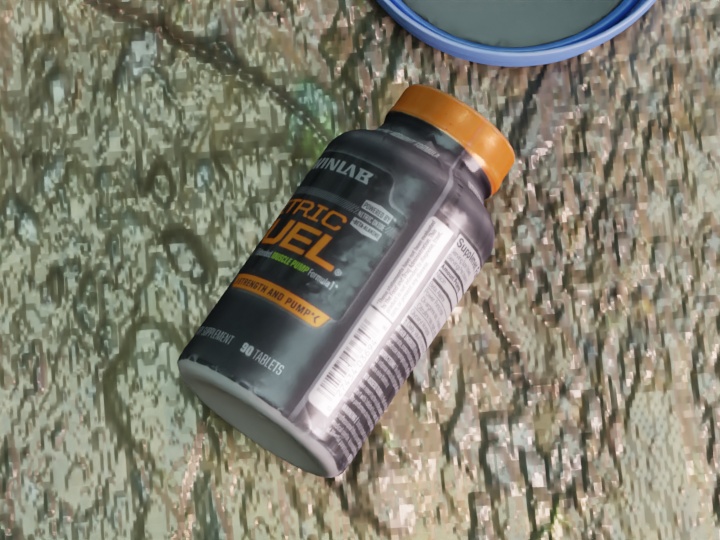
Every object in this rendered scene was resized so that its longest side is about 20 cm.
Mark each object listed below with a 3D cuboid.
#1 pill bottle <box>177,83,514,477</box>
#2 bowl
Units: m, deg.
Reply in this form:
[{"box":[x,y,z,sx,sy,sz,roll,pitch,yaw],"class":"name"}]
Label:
[{"box":[0.000,0.000,1.450,0.106,0.106,0.200,33,76,7],"class":"pill bottle"},{"box":[0.084,-0.208,1.541,0.199,0.039,0.202,1,75,-2],"class":"bowl"}]
